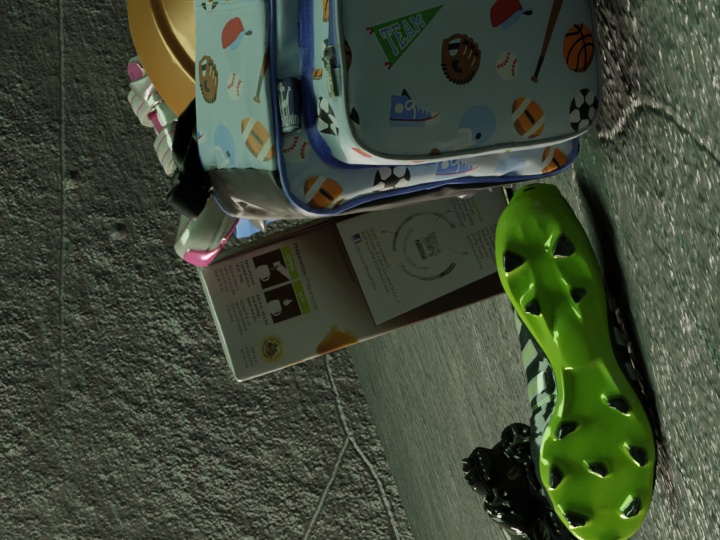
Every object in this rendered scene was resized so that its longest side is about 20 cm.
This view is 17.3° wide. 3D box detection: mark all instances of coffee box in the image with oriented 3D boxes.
[{"bbox_3d":[0.000,0.000,1.524,0.114,0.200,0.080,-144,36,-83],"label":"coffee box"}]

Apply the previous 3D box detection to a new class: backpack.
[{"bbox_3d":[0.012,-0.125,1.063,0.154,0.200,0.191,-11,89,55],"label":"backpack"}]

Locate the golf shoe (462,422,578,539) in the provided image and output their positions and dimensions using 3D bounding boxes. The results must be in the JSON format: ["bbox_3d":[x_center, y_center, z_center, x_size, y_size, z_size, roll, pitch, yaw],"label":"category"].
[{"bbox_3d":[0.136,0.195,1.529,0.095,0.078,0.200,49,-162,-53],"label":"golf shoe"}]

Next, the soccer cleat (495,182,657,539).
[{"bbox_3d":[0.116,0.048,1.248,0.081,0.067,0.200,-71,-31,-67],"label":"soccer cleat"}]

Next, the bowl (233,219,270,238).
[{"bbox_3d":[-0.092,-0.124,1.641,0.201,0.039,0.201,165,90,-85],"label":"bowl"}]

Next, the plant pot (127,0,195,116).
[{"bbox_3d":[-0.020,-0.172,1.300,0.140,0.200,0.200,121,133,-63],"label":"plant pot"}]

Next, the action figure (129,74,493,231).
[{"bbox_3d":[-0.009,-0.113,1.406,0.200,0.193,0.105,45,169,17],"label":"action figure"}]

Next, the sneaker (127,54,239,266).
[{"bbox_3d":[-0.106,-0.098,1.475,0.081,0.088,0.200,129,148,-59],"label":"sneaker"}]
